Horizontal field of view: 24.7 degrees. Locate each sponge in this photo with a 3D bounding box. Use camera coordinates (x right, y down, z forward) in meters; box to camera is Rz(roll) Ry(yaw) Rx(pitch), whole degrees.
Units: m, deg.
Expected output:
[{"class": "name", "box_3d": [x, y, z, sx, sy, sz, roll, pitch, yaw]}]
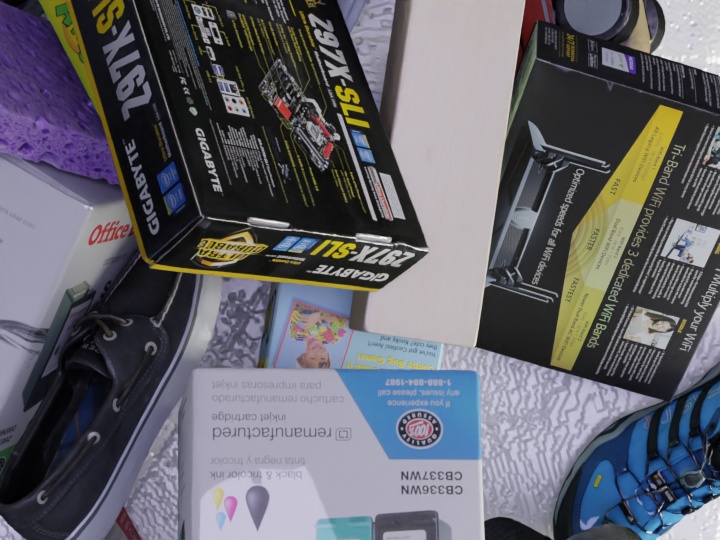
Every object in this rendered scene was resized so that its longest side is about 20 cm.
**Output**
[{"class": "sponge", "box_3d": [-0.167, -0.096, 0.888, 0.030, 0.199, 0.112, -48, 53, 20]}]

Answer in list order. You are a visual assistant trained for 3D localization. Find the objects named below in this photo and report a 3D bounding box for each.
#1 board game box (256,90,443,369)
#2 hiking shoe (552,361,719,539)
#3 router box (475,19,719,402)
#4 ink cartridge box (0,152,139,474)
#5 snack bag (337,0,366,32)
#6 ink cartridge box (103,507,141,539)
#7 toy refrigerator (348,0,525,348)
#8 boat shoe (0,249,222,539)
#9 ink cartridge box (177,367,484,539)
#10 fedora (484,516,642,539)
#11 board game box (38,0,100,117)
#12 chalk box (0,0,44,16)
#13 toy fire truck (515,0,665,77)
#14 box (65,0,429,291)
[{"class": "board game box", "box_3d": [0.000, 0.000, 0.988, 0.104, 0.103, 0.203, 10, 88, -6]}, {"class": "hiking shoe", "box_3d": [0.200, 0.112, 1.009, 0.200, 0.087, 0.075, -40, 92, -4]}, {"class": "router box", "box_3d": [0.145, -0.030, 0.973, 0.156, 0.052, 0.201, 16, 124, -4]}, {"class": "ink cartridge box", "box_3d": [-0.196, 0.025, 0.924, 0.083, 0.146, 0.202, 29, 103, 8]}, {"class": "snack bag", "box_3d": [-0.068, -0.212, 0.975, 0.198, 0.021, 0.190, 17, 77, 25]}, {"class": "ink cartridge box", "box_3d": [-0.133, 0.244, 0.952, 0.082, 0.147, 0.201, -29, 92, -4]}, {"class": "toy refrigerator", "box_3d": [0.044, -0.062, 0.904, 0.069, 0.076, 0.203, 8, 87, -6]}, {"class": "boat shoe", "box_3d": [-0.134, 0.056, 0.886, 0.068, 0.057, 0.202, 4, 62, 37]}, {"class": "ink cartridge box", "box_3d": [-0.019, 0.161, 0.837, 0.145, 0.146, 0.203, 1, 77, -9]}, {"class": "fedora", "box_3d": [0.086, 0.218, 0.978, 0.201, 0.201, 0.091, -50, 53, -4]}, {"class": "board game box", "box_3d": [-0.110, -0.121, 0.890, 0.047, 0.101, 0.201, -33, 80, 27]}, {"class": "chalk box", "box_3d": [-0.283, -0.146, 0.959, 0.124, 0.125, 0.200, 41, 85, -3]}, {"class": "toy fire truck", "box_3d": [0.066, -0.193, 1.002, 0.198, 0.128, 0.178, -12, 86, 23]}, {"class": "box", "box_3d": [-0.061, -0.091, 0.827, 0.049, 0.159, 0.202, -35, 63, 33]}]
